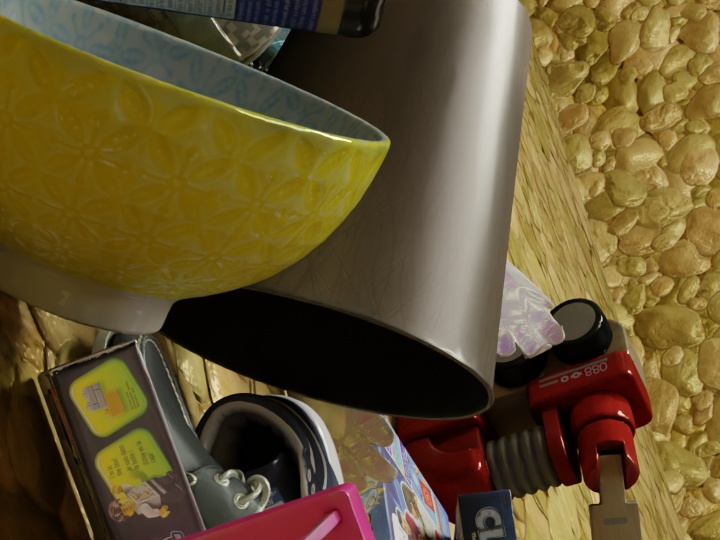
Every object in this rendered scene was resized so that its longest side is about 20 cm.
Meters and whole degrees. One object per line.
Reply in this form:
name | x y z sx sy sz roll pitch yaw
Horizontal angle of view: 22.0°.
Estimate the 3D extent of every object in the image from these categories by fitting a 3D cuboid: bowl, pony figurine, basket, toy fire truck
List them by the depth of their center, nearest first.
bowl | -0.099 -0.039 0.739 0.200 0.200 0.108 -25 138 -77
basket | 0.007 -0.048 0.914 0.136 0.180 0.200 71 35 -64
pony figurine | 0.000 0.000 1.078 0.193 0.166 0.200 55 -3 40
toy fire truck | 0.128 0.148 1.310 0.200 0.176 0.129 -96 162 -47

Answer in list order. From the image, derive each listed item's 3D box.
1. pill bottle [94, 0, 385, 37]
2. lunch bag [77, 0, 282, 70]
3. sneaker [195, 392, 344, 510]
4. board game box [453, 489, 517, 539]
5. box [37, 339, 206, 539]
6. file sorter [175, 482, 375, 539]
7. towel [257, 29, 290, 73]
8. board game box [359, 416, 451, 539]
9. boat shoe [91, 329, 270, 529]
pill bottle | -0.084 -0.161 0.745 0.112 0.200 0.112 -172 -90 -86
lunch bag | -0.105 -0.192 0.885 0.200 0.139 0.168 54 16 -23
sneaker | -0.025 0.149 0.896 0.200 0.070 0.109 66 6 16
board game box | 0.088 0.252 1.159 0.136 0.035 0.200 87 -4 -69
box | -0.074 0.127 0.715 0.110 0.035 0.200 163 -93 -77
file sorter | -0.045 0.194 0.593 0.125 0.139 0.200 -23 93 -76
towel | -0.058 -0.199 1.062 0.147 0.022 0.200 -22 65 -36
board game box | 0.027 0.193 1.133 0.200 0.034 0.135 -97 163 -48
boat shoe | -0.062 0.113 0.819 0.073 0.062 0.200 -20 90 -77
